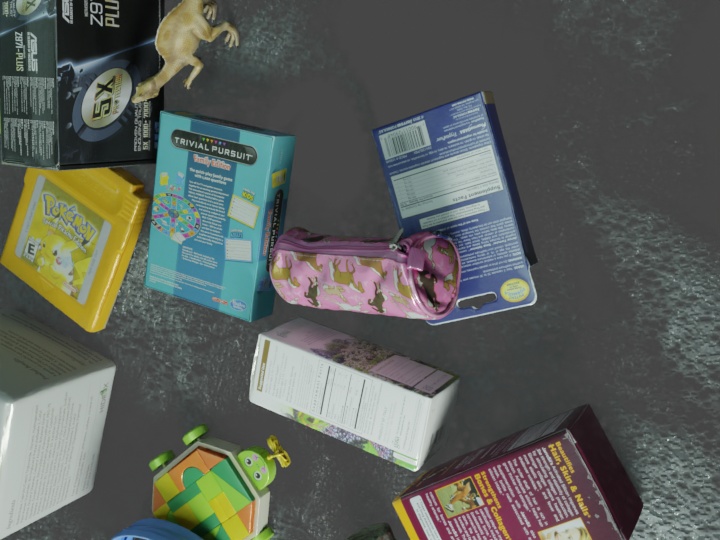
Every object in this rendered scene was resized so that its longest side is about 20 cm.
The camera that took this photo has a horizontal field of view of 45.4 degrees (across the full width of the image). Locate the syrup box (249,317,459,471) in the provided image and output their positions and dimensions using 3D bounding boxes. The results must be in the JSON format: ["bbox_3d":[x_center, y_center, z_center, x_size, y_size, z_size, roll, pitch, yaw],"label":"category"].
[{"bbox_3d":[-0.008,0.121,0.880,0.199,0.079,0.082,17,107,24],"label":"syrup box"}]

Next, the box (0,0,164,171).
[{"bbox_3d":[-0.295,-0.214,0.924,0.086,0.164,0.201,9,102,26],"label":"box"}]

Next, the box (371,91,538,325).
[{"bbox_3d":[0.093,-0.056,0.823,0.121,0.032,0.201,-14,92,29],"label":"box"}]

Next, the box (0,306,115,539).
[{"bbox_3d":[-0.445,0.182,1.066,0.198,0.171,0.201,23,108,23],"label":"box"}]

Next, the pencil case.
[{"bbox_3d":[0.000,0.000,0.829,0.199,0.083,0.087,2,105,44],"label":"pencil case"}]

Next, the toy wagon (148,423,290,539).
[{"bbox_3d":[-0.164,0.258,1.008,0.200,0.040,0.155,-39,80,27],"label":"toy wagon"}]

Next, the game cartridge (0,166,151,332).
[{"bbox_3d":[-0.354,-0.053,1.058,0.176,0.032,0.201,33,113,19],"label":"game cartridge"}]

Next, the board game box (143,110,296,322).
[{"bbox_3d":[-0.156,-0.062,0.944,0.150,0.047,0.201,16,106,24],"label":"board game box"}]

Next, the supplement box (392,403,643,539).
[{"bbox_3d":[0.146,0.220,0.813,0.200,0.086,0.111,-30,84,29],"label":"supplement box"}]

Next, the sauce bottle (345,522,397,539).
[{"bbox_3d":[0.043,0.371,0.905,0.065,0.065,0.201,-27,85,28],"label":"sauce bottle"}]

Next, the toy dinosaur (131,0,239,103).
[{"bbox_3d":[-0.173,-0.256,0.887,0.058,0.101,0.201,31,112,20],"label":"toy dinosaur"}]

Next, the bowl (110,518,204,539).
[{"bbox_3d":[-0.215,0.380,1.025,0.200,0.039,0.202,16,125,24],"label":"bowl"}]
